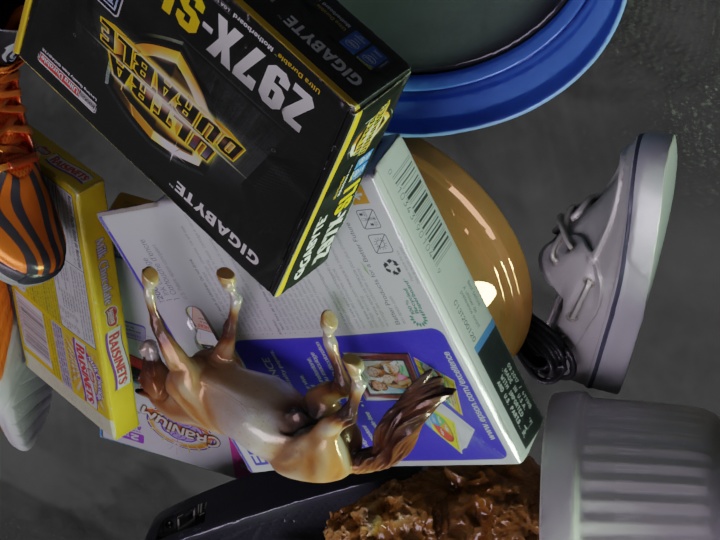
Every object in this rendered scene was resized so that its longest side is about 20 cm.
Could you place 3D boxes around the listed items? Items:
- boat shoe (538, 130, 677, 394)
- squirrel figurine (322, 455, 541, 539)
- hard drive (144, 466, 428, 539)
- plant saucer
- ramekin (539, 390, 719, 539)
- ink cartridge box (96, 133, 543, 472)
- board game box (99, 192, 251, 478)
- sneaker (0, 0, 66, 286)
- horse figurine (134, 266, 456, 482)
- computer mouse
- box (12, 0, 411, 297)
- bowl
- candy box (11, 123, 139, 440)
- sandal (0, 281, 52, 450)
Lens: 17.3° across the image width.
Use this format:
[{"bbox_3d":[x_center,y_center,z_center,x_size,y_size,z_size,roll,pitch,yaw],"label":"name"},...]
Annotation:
[{"bbox_3d":[0.134,-0.007,1.335,0.066,0.072,0.200,14,145,6],"label":"boat shoe"},{"bbox_3d":[0.029,0.191,1.464,0.186,0.142,0.200,-3,130,3],"label":"squirrel figurine"},{"bbox_3d":[-0.029,0.170,1.549,0.200,0.042,0.135,-19,144,17],"label":"hard drive"},{"bbox_3d":[0.000,0.000,1.337,0.200,0.037,0.200,20,137,19],"label":"plant saucer"},{"bbox_3d":[0.166,0.169,1.374,0.105,0.200,0.200,-1,133,10],"label":"ramekin"},{"bbox_3d":[-0.022,0.025,1.314,0.200,0.043,0.198,-6,123,37],"label":"ink cartridge box"},{"bbox_3d":[-0.092,0.052,1.516,0.153,0.040,0.200,17,137,9],"label":"board game box"},{"bbox_3d":[-0.214,-0.094,1.361,0.112,0.078,0.200,-35,85,41],"label":"sneaker"},{"bbox_3d":[-0.048,0.066,1.301,0.200,0.050,0.133,21,136,19],"label":"horse figurine"},{"bbox_3d":[0.036,0.044,1.420,0.140,0.046,0.200,49,151,1],"label":"computer mouse"},{"bbox_3d":[-0.079,-0.105,1.183,0.200,0.049,0.160,43,142,12],"label":"box"},{"bbox_3d":[0.036,-0.151,1.202,0.200,0.039,0.201,-4,139,-4],"label":"bowl"},{"bbox_3d":[-0.186,0.005,1.480,0.102,0.026,0.200,33,141,36],"label":"candy box"},{"bbox_3d":[-0.254,0.045,1.557,0.059,0.079,0.207,8,137,14],"label":"sandal"}]
